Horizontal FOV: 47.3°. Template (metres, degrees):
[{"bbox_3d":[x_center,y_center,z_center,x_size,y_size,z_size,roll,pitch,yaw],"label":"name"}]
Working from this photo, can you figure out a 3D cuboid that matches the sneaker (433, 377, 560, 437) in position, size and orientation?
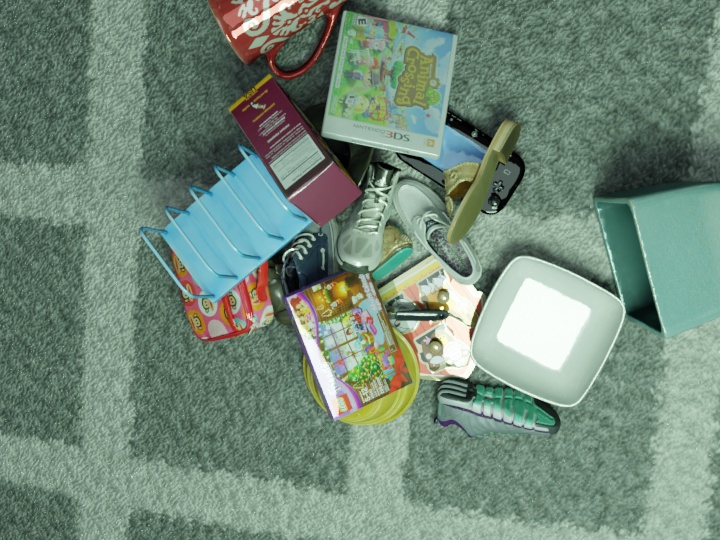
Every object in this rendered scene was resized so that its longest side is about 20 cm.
[{"bbox_3d":[0.218,0.237,1.326,0.199,0.075,0.088,16,124,11],"label":"sneaker"}]

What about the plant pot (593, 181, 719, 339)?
[{"bbox_3d":[0.473,-0.039,1.170,0.199,0.196,0.197,-17,95,3],"label":"plant pot"}]

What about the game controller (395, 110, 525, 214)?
[{"bbox_3d":[0.154,-0.175,1.279,0.199,0.042,0.105,33,103,4],"label":"game controller"}]

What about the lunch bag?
[{"bbox_3d":[-0.215,0.008,1.323,0.175,0.082,0.201,-14,92,40],"label":"lunch bag"}]

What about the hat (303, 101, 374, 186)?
[{"bbox_3d":[-0.057,-0.159,1.293,0.199,0.081,0.202,-9,68,22],"label":"hat"}]

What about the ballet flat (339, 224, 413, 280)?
[{"bbox_3d":[0.000,0.000,1.328,0.200,0.070,0.065,-40,65,17],"label":"ballet flat"}]

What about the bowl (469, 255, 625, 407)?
[{"bbox_3d":[0.284,0.089,1.277,0.199,0.075,0.201,25,102,5],"label":"bowl"}]

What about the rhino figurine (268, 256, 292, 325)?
[{"bbox_3d":[-0.142,0.003,1.346,0.087,0.060,0.201,-28,92,49],"label":"rhino figurine"}]

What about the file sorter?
[{"bbox_3d":[-0.195,-0.068,1.195,0.200,0.123,0.139,-39,84,5],"label":"file sorter"}]

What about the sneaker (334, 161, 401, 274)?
[{"bbox_3d":[0.011,-0.093,1.224,0.075,0.201,0.116,13,132,3],"label":"sneaker"}]

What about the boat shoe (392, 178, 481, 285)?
[{"bbox_3d":[0.116,-0.062,1.279,0.072,0.069,0.201,-32,81,7],"label":"boat shoe"}]

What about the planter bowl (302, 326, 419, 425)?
[{"bbox_3d":[-0.009,0.179,1.323,0.199,0.083,0.202,5,110,13],"label":"planter bowl"}]

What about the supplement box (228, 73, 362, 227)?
[{"bbox_3d":[-0.096,-0.175,1.206,0.085,0.110,0.200,-38,61,7],"label":"supplement box"}]

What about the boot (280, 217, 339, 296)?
[{"bbox_3d":[-0.083,-0.029,1.290,0.072,0.090,0.201,-21,70,34],"label":"boot"}]

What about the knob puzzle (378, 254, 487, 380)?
[{"bbox_3d":[0.118,0.093,1.326,0.218,0.030,0.221,1,98,6],"label":"knob puzzle"}]

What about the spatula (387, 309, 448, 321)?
[{"bbox_3d":[0.041,0.076,1.289,0.198,0.021,0.057,-6,126,-8],"label":"spatula"}]

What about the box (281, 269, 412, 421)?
[{"bbox_3d":[-0.018,0.105,1.234,0.136,0.039,0.201,-24,99,-15],"label":"box"}]

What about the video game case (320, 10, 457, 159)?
[{"bbox_3d":[0.045,-0.280,1.238,0.181,0.022,0.202,11,78,-5],"label":"video game case"}]

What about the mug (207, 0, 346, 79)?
[{"bbox_3d":[-0.111,-0.412,1.272,0.199,0.178,0.134,-28,56,9],"label":"mug"}]

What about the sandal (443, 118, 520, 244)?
[{"bbox_3d":[0.161,-0.141,1.238,0.069,0.078,0.213,27,82,24],"label":"sandal"}]
